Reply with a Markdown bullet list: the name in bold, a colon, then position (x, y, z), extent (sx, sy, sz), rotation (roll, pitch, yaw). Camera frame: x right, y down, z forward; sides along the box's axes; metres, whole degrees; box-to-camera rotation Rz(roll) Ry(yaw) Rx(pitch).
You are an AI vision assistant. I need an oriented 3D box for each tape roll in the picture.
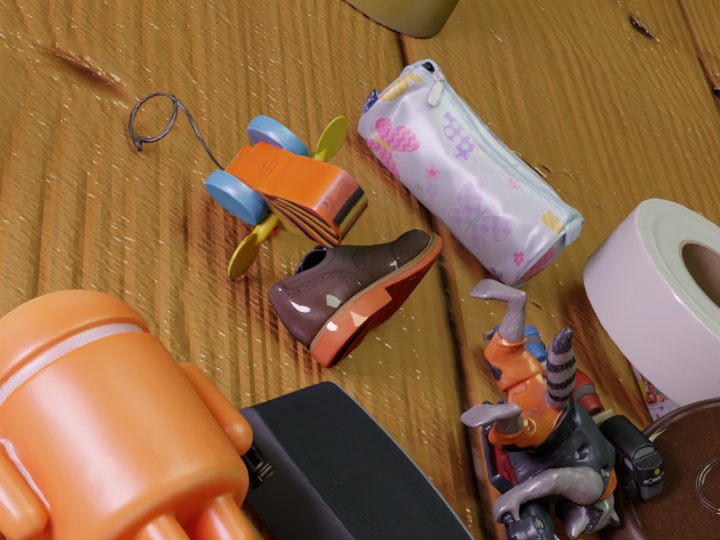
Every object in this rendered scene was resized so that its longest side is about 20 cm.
- **tape roll**: position (0.283, 0.036, 1.746), extent (0.202, 0.071, 0.203), rotation (32, 28, -19)

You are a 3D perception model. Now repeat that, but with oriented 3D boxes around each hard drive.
- **hard drive**: position (0.004, 0.155, 1.302), extent (0.200, 0.042, 0.135), rotation (50, 27, 15)

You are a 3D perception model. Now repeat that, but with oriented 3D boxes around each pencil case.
- **pencil case**: position (0.090, -0.079, 1.713), extent (0.200, 0.091, 0.083), rotation (48, 27, 9)

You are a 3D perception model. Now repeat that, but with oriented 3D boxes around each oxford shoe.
- **oxford shoe**: position (0.000, 0.000, 1.500), extent (0.073, 0.071, 0.200), rotation (40, 27, 7)

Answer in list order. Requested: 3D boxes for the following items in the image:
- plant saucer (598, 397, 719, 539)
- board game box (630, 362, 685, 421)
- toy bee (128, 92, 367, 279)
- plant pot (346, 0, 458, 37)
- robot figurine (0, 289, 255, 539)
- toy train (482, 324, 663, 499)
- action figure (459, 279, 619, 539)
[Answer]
- **plant saucer**: position (0.266, 0.161, 1.501), extent (0.200, 0.200, 0.035), rotation (-107, 179, -46)
- **board game box**: position (0.288, 0.096, 1.779), extent (0.134, 0.034, 0.200), rotation (25, 31, -31)
- **toy bee**: position (-0.058, -0.061, 1.472), extent (0.109, 0.131, 0.200), rotation (50, 2, -47)
- **plant pot**: position (0.042, -0.339, 1.975), extent (0.200, 0.142, 0.200), rotation (32, 28, -20)
- **robot figurine**: position (-0.137, 0.093, 1.127), extent (0.200, 0.144, 0.117), rotation (53, -10, 21)
- **toy train**: position (0.153, 0.094, 1.537), extent (0.034, 0.046, 0.200), rotation (-22, 44, -25)
- **action figure**: position (0.130, 0.128, 1.425), extent (0.200, 0.104, 0.194), rotation (-100, 163, -44)
